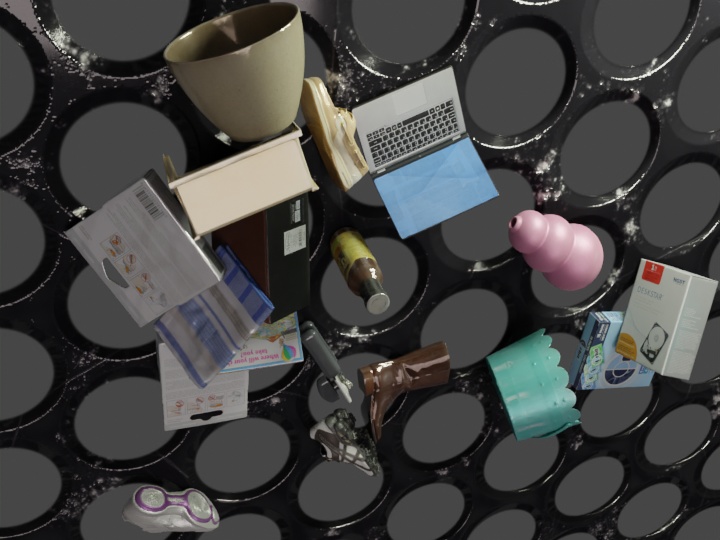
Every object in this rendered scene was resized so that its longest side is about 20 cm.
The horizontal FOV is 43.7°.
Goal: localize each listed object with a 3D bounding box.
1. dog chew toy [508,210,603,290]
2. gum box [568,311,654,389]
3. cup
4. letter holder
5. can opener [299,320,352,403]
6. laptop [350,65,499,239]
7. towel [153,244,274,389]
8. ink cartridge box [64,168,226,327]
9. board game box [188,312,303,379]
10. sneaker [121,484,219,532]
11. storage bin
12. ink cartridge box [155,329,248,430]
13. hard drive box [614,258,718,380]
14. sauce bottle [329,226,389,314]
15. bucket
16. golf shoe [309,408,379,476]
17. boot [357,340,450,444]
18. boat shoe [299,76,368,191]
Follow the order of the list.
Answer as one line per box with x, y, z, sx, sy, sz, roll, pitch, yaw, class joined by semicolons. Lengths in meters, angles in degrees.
0.356;-0.045;1.671;0.198;0.125;0.126;26;109;-24;dog chew toy
0.559;0.171;1.931;0.196;0.045;0.173;-1;120;-22;gum box
-0.159;-0.268;1.260;0.197;0.201;0.145;-22;122;-7;cup
-0.166;-0.039;1.476;0.100;0.140;0.204;-25;123;-45;letter holder
-0.068;0.181;1.680;0.066;0.053;0.202;-27;126;-2;can opener
0.108;-0.194;1.474;0.184;0.116;0.202;-24;127;-7;laptop
-0.241;0.076;1.455;0.200;0.147;0.024;-46;162;19;towel
-0.335;-0.031;1.410;0.172;0.044;0.201;-28;110;21;ink cartridge box
-0.204;0.103;1.539;0.196;0.034;0.137;-6;82;-17;board game box
-0.369;0.470;1.744;0.198;0.076;0.100;24;128;-32;sneaker
-0.183;-0.151;1.336;0.197;0.199;0.095;-24;115;-6;storage bin
-0.281;0.186;1.605;0.157;0.047;0.203;-7;125;-18;ink cartridge box
0.610;0.095;1.800;0.075;0.156;0.204;12;97;-23;hard drive box
0.000;0.000;1.501;0.063;0.201;0.066;-8;123;-14;sauce bottle
0.341;0.234;1.790;0.132;0.209;0.209;-20;127;4;bucket
-0.030;0.353;1.802;0.093;0.078;0.201;-23;127;15;golf shoe
0.098;0.242;1.782;0.196;0.064;0.189;-16;124;-17;boot
-0.039;-0.226;1.430;0.069;0.074;0.202;-32;129;-14;boat shoe
